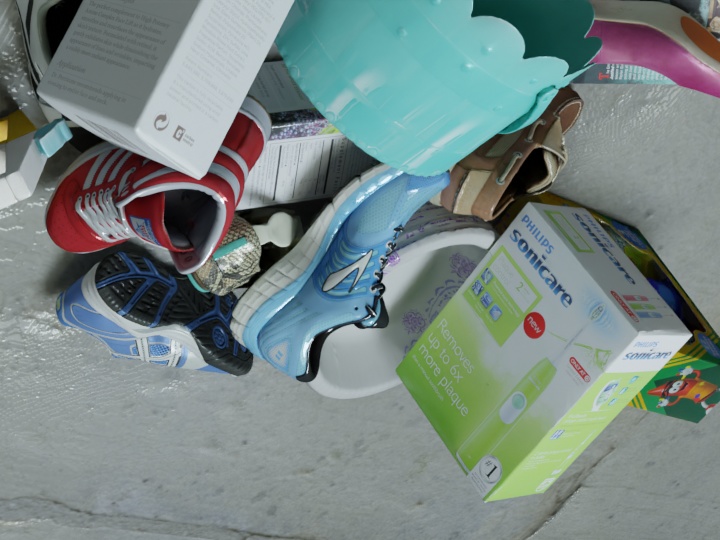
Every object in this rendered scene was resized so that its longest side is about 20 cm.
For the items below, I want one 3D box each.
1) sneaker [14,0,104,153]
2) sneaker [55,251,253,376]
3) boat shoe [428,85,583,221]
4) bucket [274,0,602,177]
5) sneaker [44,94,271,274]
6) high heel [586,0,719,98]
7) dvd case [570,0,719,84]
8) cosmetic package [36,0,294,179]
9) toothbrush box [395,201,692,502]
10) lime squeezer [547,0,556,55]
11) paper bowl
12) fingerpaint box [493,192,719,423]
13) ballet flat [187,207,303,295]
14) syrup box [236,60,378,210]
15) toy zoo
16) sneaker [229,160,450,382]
[{"bbox_3d":[-0.184,-0.129,0.858,0.074,0.089,0.200,-22,141,-7],"label":"sneaker"},{"bbox_3d":[-0.165,0.041,1.076,0.077,0.076,0.200,-21,146,30],"label":"sneaker"},{"bbox_3d":[0.127,-0.090,1.026,0.200,0.072,0.076,-37,153,-41],"label":"boat shoe"},{"bbox_3d":[0.046,-0.172,0.853,0.207,0.208,0.135,19,133,-41],"label":"bucket"},{"bbox_3d":[-0.151,-0.038,0.856,0.200,0.113,0.071,-26,122,31],"label":"sneaker"},{"bbox_3d":[0.199,-0.163,0.992,0.199,0.067,0.096,26,126,-13],"label":"high heel"},{"bbox_3d":[0.268,-0.206,1.010,0.199,0.022,0.146,0,139,5],"label":"dvd case"},{"bbox_3d":[-0.101,-0.168,0.779,0.074,0.101,0.201,36,80,-53],"label":"cosmetic package"},{"bbox_3d":[0.142,0.067,1.046,0.086,0.146,0.200,4,133,-47],"label":"toothbrush box"},{"bbox_3d":[0.168,-0.246,0.923,0.200,0.071,0.038,-57,161,1],"label":"lime squeezer"},{"bbox_3d":[0.016,0.006,1.079,0.200,0.104,0.201,-26,150,-17],"label":"paper bowl"},{"bbox_3d":[0.229,0.029,1.162,0.166,0.200,0.073,17,123,-39],"label":"fingerpaint box"},{"bbox_3d":[-0.079,-0.020,0.973,0.075,0.068,0.200,-25,-178,6],"label":"ballet flat"},{"bbox_3d":[-0.047,-0.105,0.963,0.199,0.079,0.082,-10,137,-19],"label":"syrup box"},{"bbox_3d":[-0.284,-0.053,0.853,0.199,0.131,0.021,-24,117,-3],"label":"toy zoo"},{"bbox_3d":[0.000,0.000,0.944,0.200,0.090,0.078,-48,166,9],"label":"sneaker"}]
